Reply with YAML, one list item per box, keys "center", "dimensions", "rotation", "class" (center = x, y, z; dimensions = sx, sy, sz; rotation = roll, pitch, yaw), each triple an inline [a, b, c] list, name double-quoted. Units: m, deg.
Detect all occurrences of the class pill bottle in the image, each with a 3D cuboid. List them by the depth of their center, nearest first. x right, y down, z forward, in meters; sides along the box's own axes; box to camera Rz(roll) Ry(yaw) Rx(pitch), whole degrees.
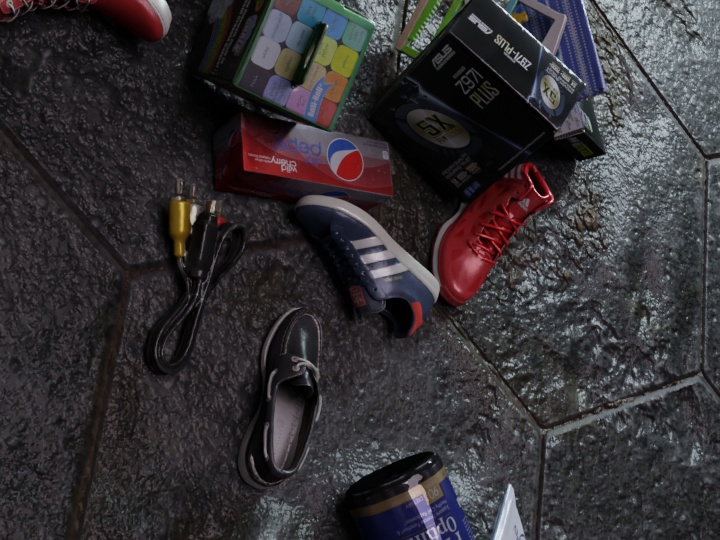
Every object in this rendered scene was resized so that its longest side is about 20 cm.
- center: [0.070, 0.301, 1.365]
  dimensions: [0.111, 0.111, 0.202]
  rotation: [-24, 91, -40]
  class: "pill bottle"

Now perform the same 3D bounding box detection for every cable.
- center: [-0.171, 0.012, 1.331]
  dimensions: [0.097, 0.050, 0.202]
  rotation: [26, 72, -48]
  class: "cable"

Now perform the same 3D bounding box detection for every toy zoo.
- center: [0.156, -0.275, 1.561]
  dimensions: [0.199, 0.020, 0.132]
  rotation: [32, 95, 15]
  class: "toy zoo"

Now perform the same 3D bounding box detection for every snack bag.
- center: [0.172, 0.354, 1.403]
  dimensions: [0.189, 0.021, 0.202]
  rotation: [-57, 134, -61]
  class: "snack bag"

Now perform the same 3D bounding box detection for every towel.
- center: [0.191, -0.249, 1.587]
  dimensions: [0.024, 0.199, 0.146]
  rotation: [4, 69, -62]
  class: "towel"

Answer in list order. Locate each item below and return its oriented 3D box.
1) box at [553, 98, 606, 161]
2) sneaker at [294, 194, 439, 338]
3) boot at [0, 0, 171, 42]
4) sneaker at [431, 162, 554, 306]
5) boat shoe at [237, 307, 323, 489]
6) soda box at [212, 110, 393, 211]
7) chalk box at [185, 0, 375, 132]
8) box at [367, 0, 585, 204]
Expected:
- center: [0.257, -0.250, 1.670]
  dimensions: [0.193, 0.047, 0.202]
  rotation: [9, 66, -69]
  class: "box"
- center: [0.000, 0.000, 1.433]
  dimensions: [0.199, 0.075, 0.085]
  rotation: [37, 61, -19]
  class: "sneaker"
- center: [-0.295, -0.266, 1.292]
  dimensions: [0.199, 0.072, 0.145]
  rotation: [37, 56, -13]
  class: "boot"
- center: [0.158, -0.055, 1.543]
  dimensions: [0.078, 0.115, 0.201]
  rotation: [35, 56, -22]
  class: "sneaker"
- center: [-0.071, 0.125, 1.344]
  dimensions: [0.074, 0.060, 0.201]
  rotation: [33, 58, -24]
  class: "boat shoe"
- center: [-0.061, -0.115, 1.426]
  dimensions: [0.199, 0.063, 0.071]
  rotation: [8, 69, -35]
  class: "soda box"
- center: [-0.075, -0.227, 1.343]
  dimensions: [0.123, 0.200, 0.126]
  rotation: [23, 94, -31]
  class: "chalk box"
- center: [0.129, -0.192, 1.493]
  dimensions: [0.164, 0.200, 0.086]
  rotation: [41, 55, -7]
  class: "box"
